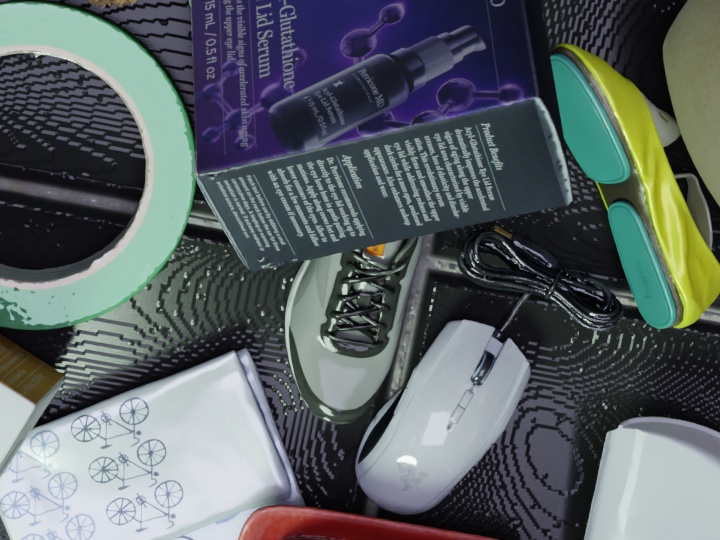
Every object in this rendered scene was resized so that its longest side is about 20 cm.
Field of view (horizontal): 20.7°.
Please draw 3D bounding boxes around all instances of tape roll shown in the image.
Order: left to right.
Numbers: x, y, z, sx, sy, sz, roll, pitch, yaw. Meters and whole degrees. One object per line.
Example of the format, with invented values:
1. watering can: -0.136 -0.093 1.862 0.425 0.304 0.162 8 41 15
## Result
1. tape roll: -0.200 -0.065 1.211 0.200 0.048 0.201 -1 98 -5

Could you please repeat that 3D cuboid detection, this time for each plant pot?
1. plant pot: 0.261 -0.124 1.184 0.134 0.200 0.200 42 94 16

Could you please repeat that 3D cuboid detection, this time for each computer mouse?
1. computer mouse: 0.071 0.074 1.257 0.110 0.044 0.200 32 95 -10

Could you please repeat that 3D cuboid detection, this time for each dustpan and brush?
1. dustpan and brush: 0.246 0.166 1.288 0.200 0.057 0.140 9 110 0

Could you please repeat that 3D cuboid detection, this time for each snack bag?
1. snack bag: -0.126 0.172 1.267 0.189 0.021 0.200 -21 100 -2

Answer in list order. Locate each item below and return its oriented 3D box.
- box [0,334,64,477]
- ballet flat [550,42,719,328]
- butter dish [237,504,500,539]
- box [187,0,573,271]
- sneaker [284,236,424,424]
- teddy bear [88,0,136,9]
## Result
1. box: -0.292 0.056 1.174 0.200 0.124 0.098 33 94 -4
2. ballet flat: 0.178 -0.060 1.242 0.067 0.067 0.200 -29 104 -21
3. butter dish: 0.008 0.266 1.219 0.200 0.148 0.200 11 104 -10
4. box: 0.010 -0.103 1.134 0.200 0.148 0.104 -13 144 9
5. sneaker: 0.000 0.000 1.222 0.074 0.079 0.200 11 99 -8
6. teddy bear: -0.129 -0.225 1.191 0.200 0.067 0.145 3 89 1
